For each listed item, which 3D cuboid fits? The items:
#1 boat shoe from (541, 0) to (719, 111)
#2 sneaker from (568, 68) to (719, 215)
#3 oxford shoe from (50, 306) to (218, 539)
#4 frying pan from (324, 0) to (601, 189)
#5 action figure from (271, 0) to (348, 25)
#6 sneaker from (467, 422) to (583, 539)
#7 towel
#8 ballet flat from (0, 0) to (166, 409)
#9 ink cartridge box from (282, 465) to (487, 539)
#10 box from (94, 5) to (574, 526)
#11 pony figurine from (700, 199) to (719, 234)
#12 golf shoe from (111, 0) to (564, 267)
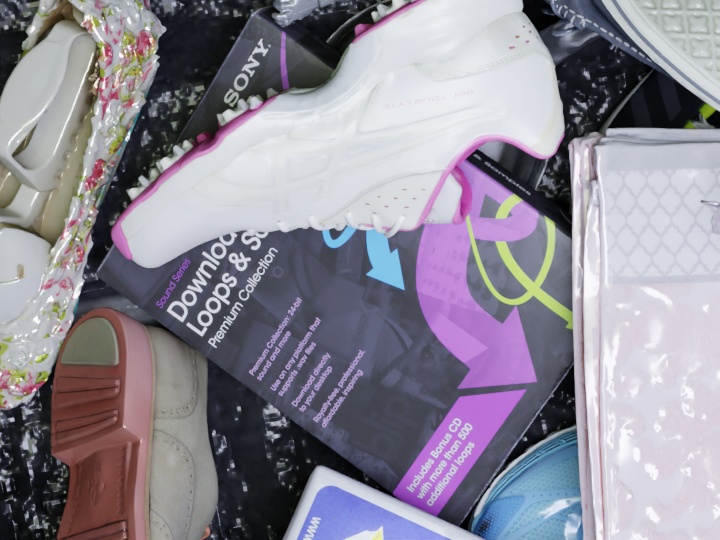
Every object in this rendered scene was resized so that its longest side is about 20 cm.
[{"bbox_3d":[0.106,-0.131,0.762,0.075,0.062,0.200,-40,73,-21],"label":"boat shoe"},{"bbox_3d":[0.153,-0.071,0.793,0.071,0.083,0.201,29,94,-1],"label":"sneaker"},{"bbox_3d":[-0.090,0.119,0.791,0.070,0.073,0.202,-12,70,43],"label":"oxford shoe"},{"bbox_3d":[0.051,-0.095,0.817,0.115,0.031,0.191,37,95,0],"label":"frying pan"},{"bbox_3d":[-0.028,-0.147,0.780,0.198,0.119,0.055,1,137,-24],"label":"action figure"},{"bbox_3d":[0.140,0.100,0.801,0.198,0.090,0.079,-18,94,2],"label":"sneaker"},{"bbox_3d":[0.184,0.036,0.747,0.198,0.032,0.193,-3,89,-10],"label":"towel"},{"bbox_3d":[-0.147,-0.037,0.808,0.075,0.064,0.202,19,92,24],"label":"ballet flat"},{"bbox_3d":[0.032,0.212,0.762,0.199,0.047,0.199,24,83,5],"label":"ink cartridge box"},{"bbox_3d":[0.000,0.000,0.802,0.199,0.036,0.144,35,107,6],"label":"box"},{"bbox_3d":[0.228,0.043,0.678,0.192,0.166,0.202,19,80,-44],"label":"pony figurine"},{"bbox_3d":[-0.009,-0.042,0.742,0.199,0.075,0.092,-30,96,17],"label":"golf shoe"}]
